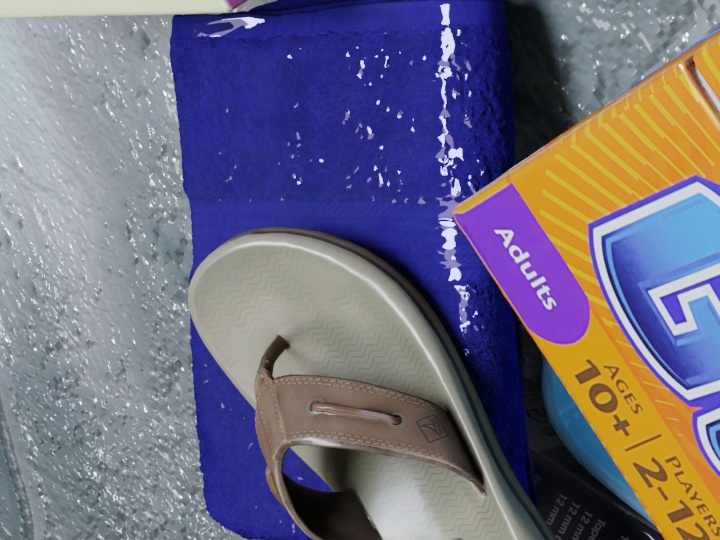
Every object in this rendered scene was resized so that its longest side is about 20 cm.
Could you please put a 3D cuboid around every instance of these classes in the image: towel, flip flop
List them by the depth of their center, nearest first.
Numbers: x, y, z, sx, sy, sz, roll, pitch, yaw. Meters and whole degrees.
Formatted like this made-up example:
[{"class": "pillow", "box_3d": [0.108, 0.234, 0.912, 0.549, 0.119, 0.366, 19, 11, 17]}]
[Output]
[{"class": "flip flop", "box_3d": [0.003, 0.069, 0.817, 0.081, 0.058, 0.200, -44, 69, 34]}, {"class": "towel", "box_3d": [0.000, 0.000, 0.880, 0.147, 0.050, 0.200, 2, 97, 40]}]

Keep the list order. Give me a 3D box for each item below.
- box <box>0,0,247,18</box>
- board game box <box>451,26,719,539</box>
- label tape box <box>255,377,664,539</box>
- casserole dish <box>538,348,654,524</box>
[{"class": "box", "box_3d": [-0.104, -0.189, 0.869, 0.200, 0.097, 0.176, 5, 121, 47]}, {"class": "board game box", "box_3d": [0.190, -0.007, 0.579, 0.200, 0.200, 0.200, 56, 144, -1]}, {"class": "label tape box", "box_3d": [0.056, 0.128, 0.916, 0.200, 0.066, 0.143, 32, 110, 27]}, {"class": "casserole dish", "box_3d": [0.145, 0.051, 0.810, 0.200, 0.039, 0.121, 35, 132, 25]}]
